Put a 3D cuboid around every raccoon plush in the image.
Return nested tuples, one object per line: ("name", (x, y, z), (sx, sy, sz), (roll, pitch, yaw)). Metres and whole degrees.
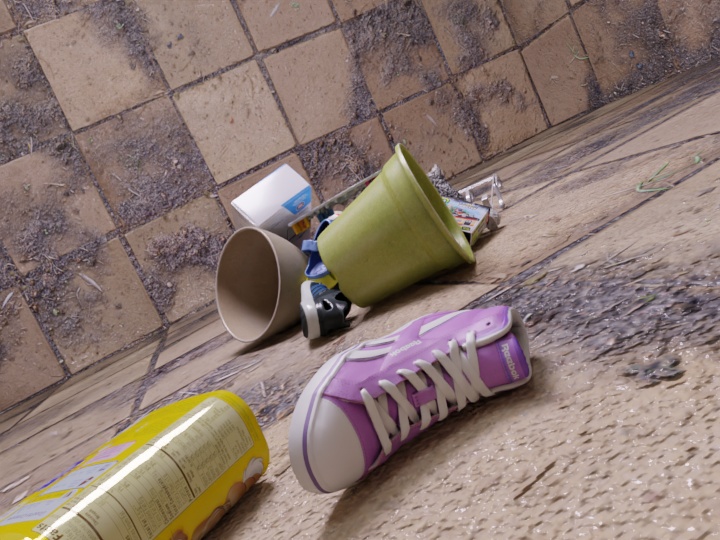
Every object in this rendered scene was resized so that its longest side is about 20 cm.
("raccoon plush", (0.181, -0.126, 1.135), (0.196, 0.098, 0.134), (23, 41, 19))

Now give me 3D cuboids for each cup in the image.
("cup", (-0.158, 0.028, 1.115), (0.198, 0.206, 0.141), (-20, -16, 40))

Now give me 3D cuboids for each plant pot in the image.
("plant pot", (0.042, -0.048, 0.892), (0.183, 0.202, 0.200), (-35, 4, 15))

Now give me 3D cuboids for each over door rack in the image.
("over door rack", (0.222, -0.127, 1.258), (0.145, 0.068, 0.200), (-22, 13, 27))

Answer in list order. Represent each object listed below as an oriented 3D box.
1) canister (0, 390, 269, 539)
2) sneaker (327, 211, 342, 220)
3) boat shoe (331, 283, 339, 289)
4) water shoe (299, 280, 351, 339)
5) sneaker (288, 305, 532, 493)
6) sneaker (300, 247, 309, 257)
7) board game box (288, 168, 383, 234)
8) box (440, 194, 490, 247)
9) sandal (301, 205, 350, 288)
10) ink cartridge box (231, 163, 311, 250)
("canister", (-0.169, 0.169, 0.404), (0.146, 0.088, 0.199), (-22, 7, 31))
("sneaker", (-0.029, -0.074, 1.211), (0.069, 0.094, 0.202), (-26, 47, -1))
("boat shoe", (0.000, 0.000, 1.093), (0.198, 0.076, 0.073), (-35, 16, -18))
("water shoe", (-0.052, 0.061, 0.929), (0.077, 0.074, 0.200), (-7, 13, -3))
("sneaker", (0.045, 0.071, 0.395), (0.113, 0.074, 0.199), (-16, 12, 43))
("sneaker", (-0.140, 0.048, 1.260), (0.201, 0.069, 0.100), (-50, -18, -9))
("board game box", (-0.024, -0.136, 1.141), (0.197, 0.026, 0.200), (-28, 5, 16))
("box", (0.112, -0.095, 1.030), (0.196, 0.035, 0.110), (17, 35, 22))
("sandal", (-0.044, -0.057, 1.071), (0.078, 0.088, 0.202), (0, 41, 30))
("ink cartridge box", (-0.176, -0.091, 1.225), (0.146, 0.085, 0.202), (-41, -23, -26))
